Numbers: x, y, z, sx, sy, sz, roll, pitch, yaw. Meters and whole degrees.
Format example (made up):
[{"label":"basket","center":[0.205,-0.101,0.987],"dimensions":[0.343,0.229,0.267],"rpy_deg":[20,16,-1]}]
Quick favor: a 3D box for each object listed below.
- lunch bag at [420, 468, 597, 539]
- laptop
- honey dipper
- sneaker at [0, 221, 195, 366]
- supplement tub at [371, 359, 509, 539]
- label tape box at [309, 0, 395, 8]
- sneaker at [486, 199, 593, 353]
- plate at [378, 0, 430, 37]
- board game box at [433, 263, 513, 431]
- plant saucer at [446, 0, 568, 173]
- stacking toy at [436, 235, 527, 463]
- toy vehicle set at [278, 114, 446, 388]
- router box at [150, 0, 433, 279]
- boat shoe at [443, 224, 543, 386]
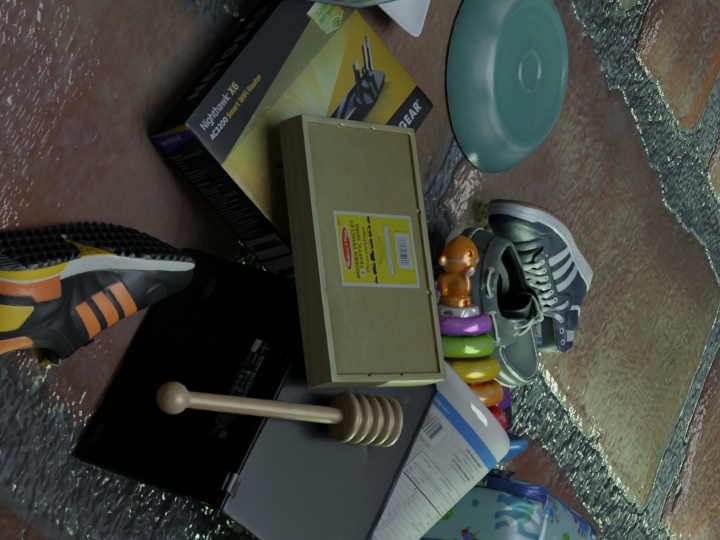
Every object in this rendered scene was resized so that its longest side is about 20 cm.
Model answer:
[{"label":"lunch bag","center":[0.118,0.240,1.688],"dimensions":[0.200,0.160,0.083],"rpy_deg":[37,62,-54]},{"label":"laptop","center":[-0.074,0.112,1.375],"dimensions":[0.188,0.199,0.116],"rpy_deg":[-64,156,-24]},{"label":"honey dipper","center":[-0.058,0.101,1.299],"dimensions":[0.199,0.038,0.038],"rpy_deg":[8,90,-36]},{"label":"sneaker","center":[-0.200,0.021,1.276],"dimensions":[0.199,0.070,0.091],"rpy_deg":[-4,115,-54]},{"label":"supplement tub","center":[0.011,0.163,1.479],"dimensions":[0.200,0.132,0.132],"rpy_deg":[-43,136,-4]},{"label":"label tape box","center":[-0.038,-0.308,1.377],"dimensions":[0.143,0.063,0.202],"rpy_deg":[0,89,-40]},{"label":"sneaker","center":[0.170,0.013,1.792],"dimensions":[0.200,0.070,0.109],"rpy_deg":[43,61,-53]},{"label":"plate","center":[0.016,-0.326,1.531],"dimensions":[0.200,0.032,0.201],"rpy_deg":[30,73,-54]},{"label":"board game box","center":[0.099,0.083,1.743],"dimensions":[0.120,0.032,0.202],"rpy_deg":[-37,125,-51]},{"label":"plant saucer","center":[0.150,-0.192,1.751],"dimensions":[0.199,0.036,0.202],"rpy_deg":[-17,111,-53]},{"label":"stacking toy","center":[0.083,0.069,1.636],"dimensions":[0.115,0.109,0.202],"rpy_deg":[-3,98,-34]},{"label":"toy vehicle set","center":[0.002,-0.013,1.371],"dimensions":[0.124,0.026,0.202],"rpy_deg":[4,75,-45]},{"label":"router box","center":[-0.049,-0.116,1.418],"dimensions":[0.157,0.052,0.201],"rpy_deg":[48,55,-21]},{"label":"boat shoe","center":[0.137,0.040,1.711],"dimensions":[0.073,0.061,0.201],"rpy_deg":[-56,137,-33]}]
